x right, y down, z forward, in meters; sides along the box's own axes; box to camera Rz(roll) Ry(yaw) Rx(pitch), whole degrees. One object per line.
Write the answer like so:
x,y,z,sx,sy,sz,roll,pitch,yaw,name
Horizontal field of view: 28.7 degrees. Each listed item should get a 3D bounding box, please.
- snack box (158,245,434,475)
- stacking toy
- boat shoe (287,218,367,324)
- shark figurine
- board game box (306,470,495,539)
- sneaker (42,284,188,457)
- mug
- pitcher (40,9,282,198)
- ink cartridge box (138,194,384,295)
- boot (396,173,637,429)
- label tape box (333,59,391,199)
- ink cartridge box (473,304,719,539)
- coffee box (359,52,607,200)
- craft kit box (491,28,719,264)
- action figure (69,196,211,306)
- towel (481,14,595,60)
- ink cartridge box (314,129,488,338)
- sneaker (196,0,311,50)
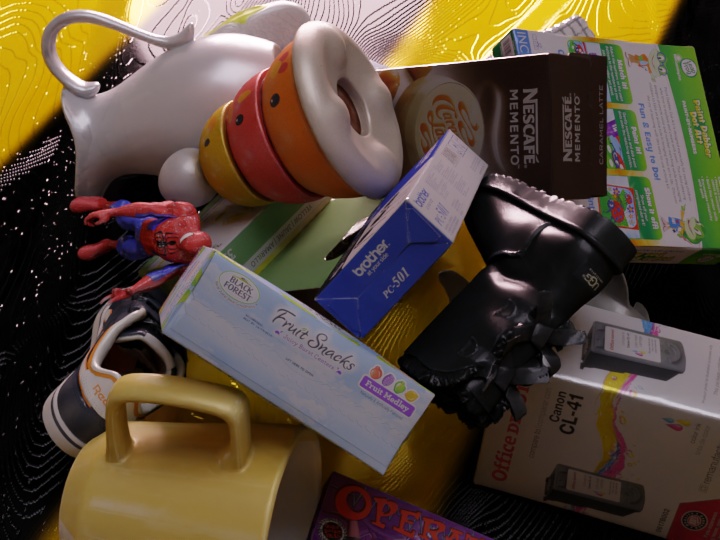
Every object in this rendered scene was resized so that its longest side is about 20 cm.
-0.051,0.055,0.955,0.168,0.200,0.068,34,88,-9,snack box
-0.079,-0.095,1.115,0.199,0.146,0.146,-22,39,23,stacking toy
-0.003,-0.006,1.168,0.075,0.075,0.202,-9,24,49,boat shoe
0.177,0.023,1.177,0.214,0.090,0.128,20,44,9,shark figurine
0.053,0.227,0.962,0.199,0.032,0.120,23,41,-4,board game box
-0.164,0.062,1.059,0.078,0.079,0.200,46,27,-15,sneaker
-0.116,0.150,0.951,0.153,0.187,0.149,8,9,12,mug
-0.164,-0.155,1.208,0.199,0.172,0.121,-13,23,8,pitcher
-0.068,-0.034,1.145,0.200,0.048,0.146,-10,28,44,ink cartridge box
0.089,0.020,0.986,0.163,0.073,0.198,-48,26,-7,boot
0.009,-0.128,1.317,0.199,0.063,0.144,23,47,13,label tape box
0.195,0.113,1.043,0.199,0.148,0.086,13,44,7,ink cartridge box
0.095,-0.113,1.136,0.200,0.115,0.080,1,4,43,coffee box
0.221,-0.106,1.217,0.197,0.049,0.201,1,70,-23,craft kit box
-0.193,-0.021,1.109,0.099,0.066,0.200,-18,15,-36,action figure
0.176,-0.111,1.271,0.165,0.086,0.200,-32,86,-33,towel
0.033,-0.031,0.981,0.044,0.094,0.200,42,21,-4,ink cartridge box
-0.139,-0.197,1.312,0.200,0.076,0.105,-32,31,6,sneaker
